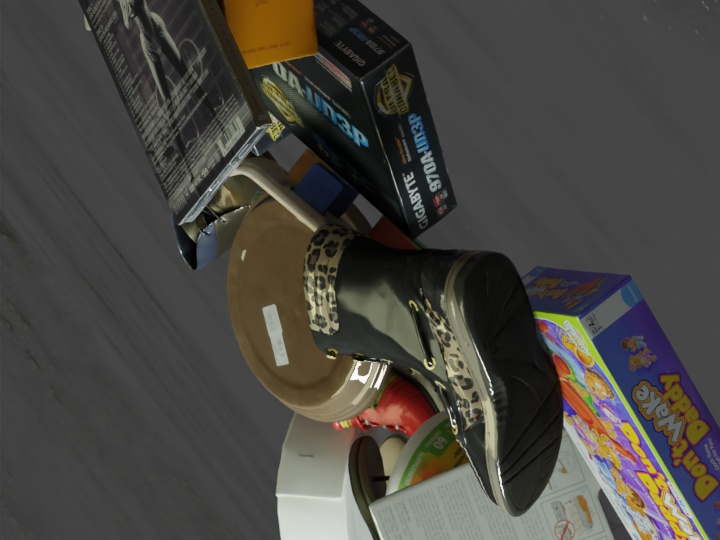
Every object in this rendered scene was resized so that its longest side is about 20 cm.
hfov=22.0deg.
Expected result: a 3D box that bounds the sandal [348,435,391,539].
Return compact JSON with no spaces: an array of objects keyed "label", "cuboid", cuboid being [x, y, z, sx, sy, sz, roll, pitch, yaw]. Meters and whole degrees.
[{"label":"sandal","cuboid":[0.038,0.215,1.521,0.202,0.057,0.080,-115,1,-49]}]

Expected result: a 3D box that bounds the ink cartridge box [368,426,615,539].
[{"label":"ink cartridge box","cuboid":[0.122,0.206,1.319,0.047,0.198,0.162,-1,-112,-69]}]

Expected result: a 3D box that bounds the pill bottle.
[{"label":"pill bottle","cuboid":[0.125,0.195,1.402,0.199,0.111,0.112,26,152,34]}]

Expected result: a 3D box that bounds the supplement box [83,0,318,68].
[{"label":"supplement box","cuboid":[-0.113,-0.213,1.225,0.199,0.073,0.128,23,123,50]}]

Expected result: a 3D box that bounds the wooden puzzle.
[{"label":"wooden puzzle","cuboid":[-0.004,-0.033,1.336,0.199,0.047,0.185,35,-175,-1]}]

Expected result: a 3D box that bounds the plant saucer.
[{"label":"plant saucer","cuboid":[-0.046,0.026,1.499,0.199,0.029,0.203,15,111,45]}]

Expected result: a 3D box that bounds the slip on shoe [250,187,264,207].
[{"label":"slip on shoe","cuboid":[-0.035,0.003,1.566,0.201,0.074,0.061,56,172,30]}]

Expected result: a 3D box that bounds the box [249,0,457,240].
[{"label":"box","cuboid":[-0.020,-0.134,1.285,0.200,0.046,0.160,44,162,39]}]

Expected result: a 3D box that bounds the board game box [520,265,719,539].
[{"label":"board game box","cuboid":[0.174,0.094,1.180,0.201,0.045,0.134,58,166,-12]}]

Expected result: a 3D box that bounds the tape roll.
[{"label":"tape roll","cuboid":[0.001,0.198,1.664,0.070,0.204,0.204,1,135,27]}]

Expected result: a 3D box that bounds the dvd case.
[{"label":"dvd case","cuboid":[-0.128,-0.148,1.194,0.202,0.016,0.149,65,148,11]}]

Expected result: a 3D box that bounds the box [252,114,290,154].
[{"label":"box","cuboid":[-0.140,-0.202,1.489,0.200,0.046,0.160,40,160,44]}]

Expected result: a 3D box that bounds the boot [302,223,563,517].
[{"label":"boot","cuboid":[0.046,0.059,1.198,0.150,0.073,0.201,17,139,39]}]

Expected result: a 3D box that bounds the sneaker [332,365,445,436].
[{"label":"sneaker","cuboid":[0.017,0.114,1.564,0.200,0.085,0.077,44,163,37]}]

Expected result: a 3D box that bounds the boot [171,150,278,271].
[{"label":"boot","cuboid":[-0.122,-0.060,1.683,0.075,0.097,0.200,49,165,17]}]
